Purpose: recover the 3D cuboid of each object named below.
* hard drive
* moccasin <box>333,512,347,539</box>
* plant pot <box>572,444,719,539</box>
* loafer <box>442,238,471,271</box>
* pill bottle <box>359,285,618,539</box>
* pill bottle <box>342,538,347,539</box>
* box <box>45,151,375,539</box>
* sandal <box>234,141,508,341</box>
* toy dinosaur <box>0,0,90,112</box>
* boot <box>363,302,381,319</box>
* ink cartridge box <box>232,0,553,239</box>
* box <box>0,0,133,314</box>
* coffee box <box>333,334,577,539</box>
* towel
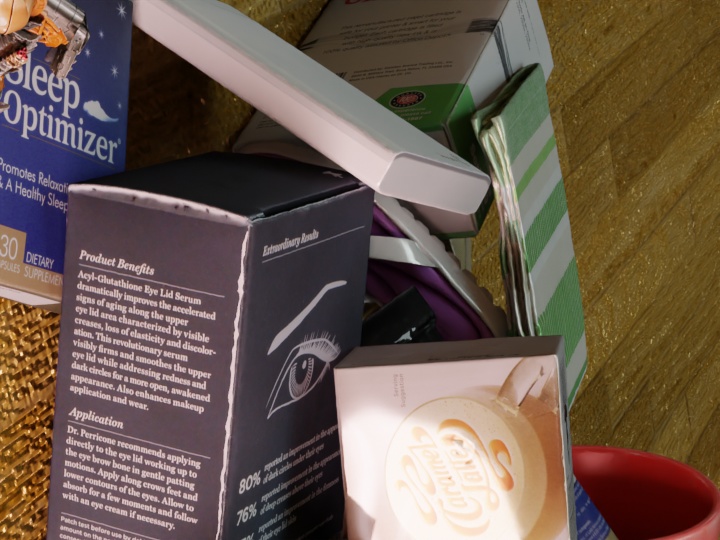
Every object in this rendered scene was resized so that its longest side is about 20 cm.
[{"bbox_3d":[-0.033,-0.098,1.021,0.027,0.199,0.132,-59,156,11],"label":"hard drive"},{"bbox_3d":[0.023,0.190,1.202,0.074,0.077,0.204,22,66,-80],"label":"moccasin"},{"bbox_3d":[0.175,0.249,1.420,0.200,0.198,0.179,-33,124,-61],"label":"plant pot"},{"bbox_3d":[0.041,0.008,1.280,0.068,0.075,0.201,-68,145,-53],"label":"loafer"},{"bbox_3d":[0.053,0.114,1.047,0.201,0.112,0.112,55,29,2],"label":"pill bottle"},{"bbox_3d":[-0.003,0.264,1.070,0.201,0.111,0.113,-71,146,-40],"label":"pill bottle"},{"bbox_3d":[-0.074,0.050,0.952,0.148,0.103,0.202,-19,117,-64],"label":"box"},{"bbox_3d":[0.003,-0.004,1.100,0.202,0.083,0.050,35,48,-3],"label":"sandal"},{"bbox_3d":[-0.171,-0.135,0.776,0.103,0.135,0.201,-85,-161,-52],"label":"toy dinosaur"},{"bbox_3d":[0.029,0.074,1.157,0.073,0.155,0.200,-60,173,27],"label":"boot"},{"bbox_3d":[0.027,-0.105,1.185,0.201,0.145,0.085,-61,139,-48],"label":"ink cartridge box"},{"bbox_3d":[-0.159,-0.085,0.926,0.121,0.032,0.202,21,67,-62],"label":"box"},{"bbox_3d":[0.054,0.140,0.950,0.080,0.113,0.202,-33,120,-80],"label":"coffee box"},{"bbox_3d":[0.106,-0.012,1.137,0.153,0.023,0.202,-47,128,-66],"label":"towel"}]
